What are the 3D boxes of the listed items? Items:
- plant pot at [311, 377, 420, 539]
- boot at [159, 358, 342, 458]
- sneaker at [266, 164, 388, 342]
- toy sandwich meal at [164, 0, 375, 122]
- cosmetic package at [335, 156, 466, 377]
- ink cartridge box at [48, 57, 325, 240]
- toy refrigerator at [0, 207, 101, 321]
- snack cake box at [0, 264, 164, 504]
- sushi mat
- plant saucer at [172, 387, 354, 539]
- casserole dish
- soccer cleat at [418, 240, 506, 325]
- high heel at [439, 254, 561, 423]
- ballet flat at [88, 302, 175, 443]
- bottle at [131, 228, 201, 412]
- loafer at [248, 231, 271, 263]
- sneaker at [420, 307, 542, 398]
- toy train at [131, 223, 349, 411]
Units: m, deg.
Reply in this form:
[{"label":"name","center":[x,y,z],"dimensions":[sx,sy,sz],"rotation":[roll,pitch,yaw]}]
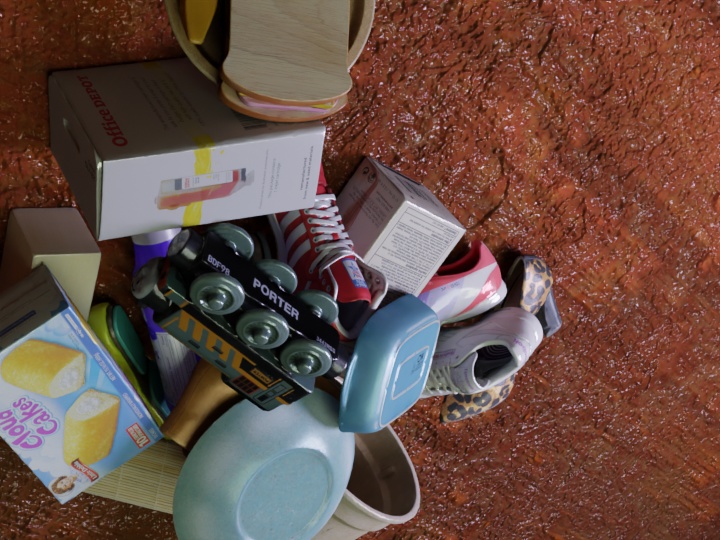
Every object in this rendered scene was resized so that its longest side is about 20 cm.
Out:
[{"label":"plant pot","center":[-0.068,0.238,1.481],"dimensions":[0.183,0.201,0.200],"rotation":[-42,137,20]},{"label":"boot","center":[-0.093,0.143,1.307],"dimensions":[0.201,0.071,0.145],"rotation":[37,83,-38]},{"label":"sneaker","center":[-0.033,-0.029,1.278],"dimensions":[0.071,0.112,0.203],"rotation":[-10,99,-38]},{"label":"toy sandwich meal","center":[-0.068,-0.225,1.112],"dimensions":[0.203,0.070,0.208],"rotation":[0,91,-21]},{"label":"cosmetic package","center":[0.000,0.000,1.389],"dimensions":[0.103,0.087,0.201],"rotation":[24,108,-44]},{"label":"ink cartridge box","center":[-0.151,-0.111,1.160],"dimensions":[0.198,0.145,0.084],"rotation":[-10,131,-26]},{"label":"toy refrigerator","center":[-0.290,0.048,1.244],"dimensions":[0.069,0.076,0.202],"rotation":[-3,125,-31]},{"label":"snack cake box","center":[-0.270,0.104,1.199],"dimensions":[0.114,0.067,0.201],"rotation":[-35,137,-8]},{"label":"sushi mat","center":[-0.205,0.210,1.395],"dimensions":[0.198,0.012,0.096],"rotation":[14,126,0]},{"label":"plant saucer","center":[-0.079,0.205,1.280],"dimensions":[0.199,0.039,0.203],"rotation":[-18,124,-29]},{"label":"casserole dish","center":[0.032,0.092,1.319],"dimensions":[0.200,0.038,0.122],"rotation":[-24,129,-69]},{"label":"soccer cleat","center":[0.063,0.038,1.489],"dimensions":[0.199,0.068,0.074],"rotation":[-27,115,-10]},{"label":"high heel","center":[0.146,0.075,1.554],"dimensions":[0.200,0.071,0.143],"rotation":[-43,141,-15]},{"label":"ballet flat","center":[-0.230,0.108,1.351],"dimensions":[0.066,0.067,0.201],"rotation":[-18,133,9]},{"label":"bottle","center":[-0.174,0.043,1.299],"dimensions":[0.065,0.084,0.202],"rotation":[-15,116,-7]},{"label":"loafer","center":[-0.130,0.052,1.361],"dimensions":[0.062,0.072,0.202],"rotation":[-6,129,-22]},{"label":"sneaker","center":[0.099,0.099,1.497],"dimensions":[0.199,0.100,0.075],"rotation":[-23,106,25]},{"label":"toy train","center":[-0.103,0.043,1.175],"dimensions":[0.113,0.086,0.200],"rotation":[-31,126,32]}]
